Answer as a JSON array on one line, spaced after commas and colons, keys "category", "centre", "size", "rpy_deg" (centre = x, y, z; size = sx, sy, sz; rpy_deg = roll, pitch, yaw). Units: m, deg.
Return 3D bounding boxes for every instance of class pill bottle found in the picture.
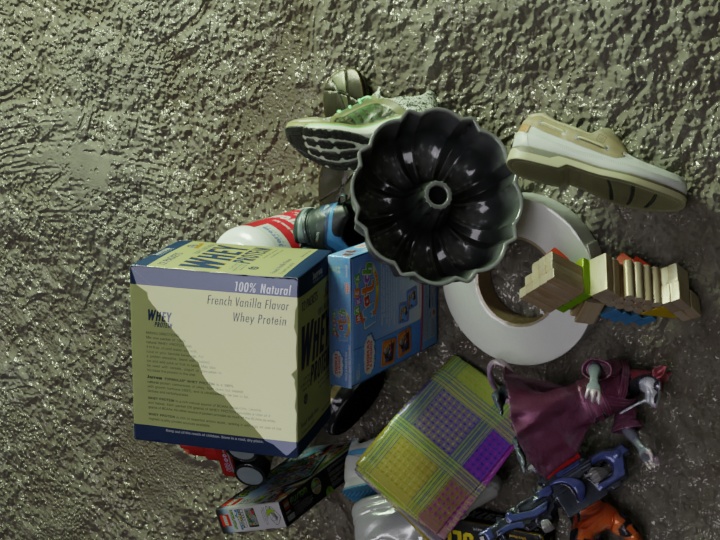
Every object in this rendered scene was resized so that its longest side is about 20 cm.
[{"category": "pill bottle", "centre": [-0.114, -0.008, 1.537], "size": [0.111, 0.199, 0.114], "rpy_deg": [11, 109, 34]}, {"category": "pill bottle", "centre": [-0.073, 0.111, 1.597], "size": [0.199, 0.111, 0.113], "rpy_deg": [38, 120, 20]}]

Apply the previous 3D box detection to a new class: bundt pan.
[{"category": "bundt pan", "centre": [0.079, -0.075, 1.381], "size": [0.204, 0.200, 0.076], "rpy_deg": [61, 164, 5]}]

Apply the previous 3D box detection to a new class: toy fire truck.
[{"category": "toy fire truck", "centre": [-0.209, 0.173, 1.590], "size": [0.197, 0.129, 0.177], "rpy_deg": [2, 133, 16]}]

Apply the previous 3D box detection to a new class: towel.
[{"category": "towel", "centre": [0.101, 0.213, 1.486], "size": [0.143, 0.023, 0.200], "rpy_deg": [37, 77, 21]}]

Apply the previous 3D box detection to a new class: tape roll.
[{"category": "tape roll", "centre": [0.190, 0.010, 1.443], "size": [0.201, 0.037, 0.206], "rpy_deg": [8, 105, 31]}]

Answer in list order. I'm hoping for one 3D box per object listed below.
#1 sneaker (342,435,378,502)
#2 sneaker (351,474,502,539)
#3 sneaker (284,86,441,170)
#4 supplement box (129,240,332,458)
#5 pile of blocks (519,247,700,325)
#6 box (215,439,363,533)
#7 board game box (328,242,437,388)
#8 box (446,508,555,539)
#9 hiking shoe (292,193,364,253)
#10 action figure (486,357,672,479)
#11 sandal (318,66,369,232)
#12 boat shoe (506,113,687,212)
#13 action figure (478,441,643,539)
[{"category": "sneaker", "centre": [0.069, 0.235, 1.553], "size": [0.198, 0.077, 0.082], "rpy_deg": [-13, 53, 19]}, {"category": "sneaker", "centre": [0.086, 0.309, 1.510], "size": [0.198, 0.075, 0.089], "rpy_deg": [-22, 50, 18]}, {"category": "sneaker", "centre": [0.009, -0.177, 1.472], "size": [0.197, 0.089, 0.077], "rpy_deg": [-1, 143, 6]}, {"category": "supplement box", "centre": [-0.141, 0.083, 1.379], "size": [0.197, 0.134, 0.203], "rpy_deg": [4, 104, 14]}, {"category": "pile of blocks", "centre": [0.274, 0.015, 1.352], "size": [0.197, 0.063, 0.082], "rpy_deg": [10, 148, -6]}, {"category": "box", "centre": [-0.085, 0.278, 1.591], "size": [0.109, 0.199, 0.035], "rpy_deg": [-14, 98, 34]}, {"category": "board game box", "centre": [0.030, 0.037, 1.456], "size": [0.036, 0.199, 0.153], "rpy_deg": [8, 106, 31]}, {"category": "box", "centre": [0.152, 0.386, 1.555], "size": [0.198, 0.049, 0.162], "rpy_deg": [4, 102, 33]}, {"category": "hiking shoe", "centre": [0.000, 0.000, 1.505], "size": [0.086, 0.075, 0.200], "rpy_deg": [-17, 125, 35]}, {"category": "action figure", "centre": [0.260, 0.152, 1.398], "size": [0.198, 0.149, 0.135], "rpy_deg": [-24, 118, 4]}, {"category": "sandal", "centre": [-0.010, -0.149, 1.532], "size": [0.081, 0.054, 0.203], "rpy_deg": [-6, 84, 28]}, {"category": "boat shoe", "centre": [0.262, -0.121, 1.336], "size": [0.198, 0.075, 0.069], "rpy_deg": [17, 72, 9]}, {"category": "action figure", "centre": [0.237, 0.291, 1.437], "size": [0.198, 0.105, 0.195], "rpy_deg": [-23, 81, 0]}]
